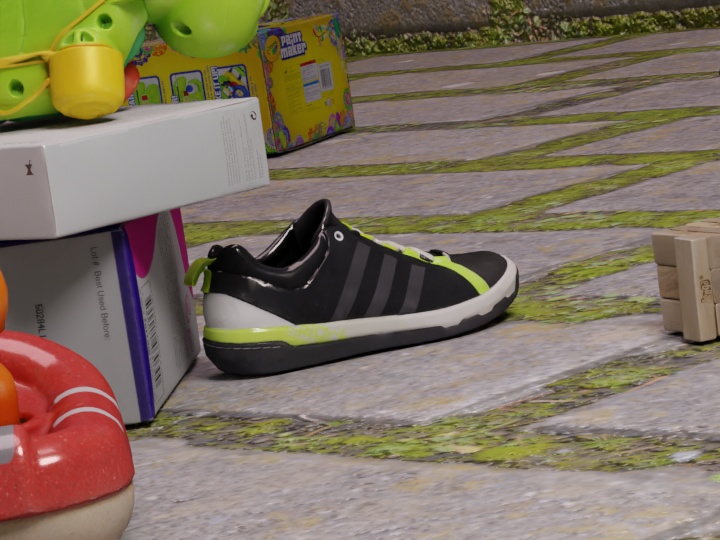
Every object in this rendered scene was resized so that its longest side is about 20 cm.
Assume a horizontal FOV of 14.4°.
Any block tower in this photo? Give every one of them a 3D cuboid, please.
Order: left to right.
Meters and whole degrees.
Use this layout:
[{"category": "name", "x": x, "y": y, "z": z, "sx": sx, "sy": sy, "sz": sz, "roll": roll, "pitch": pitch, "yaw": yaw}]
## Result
[{"category": "block tower", "x": 0.244, "y": -0.010, "z": 1.470, "sx": 0.200, "sy": 0.054, "sz": 0.058, "roll": -11, "pitch": 8, "yaw": -25}]

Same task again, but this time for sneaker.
[{"category": "sneaker", "x": 0.000, "y": 0.000, "z": 1.546, "sx": 0.200, "sy": 0.083, "sz": 0.072, "roll": -13, "pitch": 9, "yaw": -30}]

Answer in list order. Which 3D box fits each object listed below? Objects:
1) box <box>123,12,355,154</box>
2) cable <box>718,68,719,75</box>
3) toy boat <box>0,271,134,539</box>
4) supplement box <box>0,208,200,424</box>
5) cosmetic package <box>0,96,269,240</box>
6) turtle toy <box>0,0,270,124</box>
[{"category": "box", "x": -0.137, "y": -0.178, "z": 2.840, "sx": 0.192, "sy": 0.122, "sz": 0.200, "roll": -6, "pitch": 8, "yaw": 23}, {"category": "cable", "x": 0.413, "y": -0.186, "z": 2.697, "sx": 0.097, "sy": 0.050, "sz": 0.200, "roll": -23, "pitch": -14, "yaw": 33}, {"category": "toy boat", "x": -0.165, "y": 0.051, "z": 1.175, "sx": 0.130, "sy": 0.131, "sz": 0.200, "roll": -9, "pitch": 8, "yaw": -6}, {"category": "supplement box", "x": -0.150, "y": 0.019, "z": 1.504, "sx": 0.103, "sy": 0.101, "sz": 0.200, "roll": -8, "pitch": 7, "yaw": 6}, {"category": "cosmetic package", "x": -0.170, "y": -0.050, "z": 1.461, "sx": 0.200, "sy": 0.052, "sz": 0.151, "roll": -1, "pitch": 9, "yaw": 43}, {"category": "turtle toy", "x": -0.147, "y": -0.137, "z": 1.457, "sx": 0.200, "sy": 0.146, "sz": 0.101, "roll": -6, "pitch": -13, "yaw": 11}]
